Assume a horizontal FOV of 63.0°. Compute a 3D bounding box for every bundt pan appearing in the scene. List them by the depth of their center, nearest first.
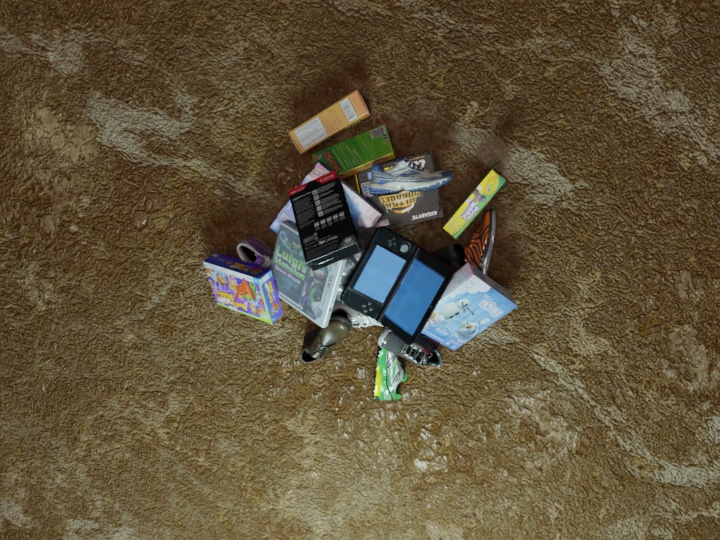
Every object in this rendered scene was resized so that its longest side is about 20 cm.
[{"bbox_3d":[0.000,0.000,1.405,0.202,0.201,0.076,-49,49,11],"label":"bundt pan"}]

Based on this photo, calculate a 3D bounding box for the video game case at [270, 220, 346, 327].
[{"bbox_3d":[-0.133,0.008,1.380,0.199,0.023,0.184,32,118,28],"label":"video game case"}]

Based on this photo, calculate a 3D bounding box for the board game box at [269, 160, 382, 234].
[{"bbox_3d":[-0.083,-0.122,1.415,0.198,0.043,0.201,38,103,-5],"label":"board game box"}]

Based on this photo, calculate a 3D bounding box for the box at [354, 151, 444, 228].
[{"bbox_3d":[0.096,-0.190,1.444,0.197,0.049,0.162,-11,94,10],"label":"box"}]

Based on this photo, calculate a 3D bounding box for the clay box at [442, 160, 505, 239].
[{"bbox_3d":[0.274,-0.167,1.386,0.047,0.115,0.201,40,102,0],"label":"clay box"}]

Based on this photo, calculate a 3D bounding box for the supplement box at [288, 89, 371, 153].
[{"bbox_3d":[-0.074,-0.361,1.437,0.198,0.067,0.070,-26,96,11],"label":"supplement box"}]

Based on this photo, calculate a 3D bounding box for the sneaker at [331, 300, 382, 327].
[{"bbox_3d":[0.013,0.114,1.458,0.197,0.087,0.076,5,116,21],"label":"sneaker"}]

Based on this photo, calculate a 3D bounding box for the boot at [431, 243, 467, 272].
[{"bbox_3d":[0.183,0.043,1.420,0.198,0.066,0.167,-25,93,31],"label":"boot"}]

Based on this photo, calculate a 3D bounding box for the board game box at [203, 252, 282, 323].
[{"bbox_3d":[-0.293,0.043,1.463,0.198,0.045,0.136,14,130,33],"label":"board game box"}]

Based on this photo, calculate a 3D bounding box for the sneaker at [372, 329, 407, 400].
[{"bbox_3d":[0.080,0.235,1.496,0.084,0.078,0.203,6,107,1],"label":"sneaker"}]

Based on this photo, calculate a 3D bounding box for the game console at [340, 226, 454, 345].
[{"bbox_3d":[0.078,0.033,1.310,0.171,0.119,0.202,26,97,-24],"label":"game console"}]

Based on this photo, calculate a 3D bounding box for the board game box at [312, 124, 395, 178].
[{"bbox_3d":[-0.019,-0.280,1.435,0.197,0.030,0.097,-19,59,8],"label":"board game box"}]

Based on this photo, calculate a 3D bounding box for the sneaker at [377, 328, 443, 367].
[{"bbox_3d":[0.131,0.187,1.420,0.198,0.082,0.078,19,108,-37],"label":"sneaker"}]

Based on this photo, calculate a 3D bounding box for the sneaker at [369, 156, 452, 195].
[{"bbox_3d":[0.115,-0.227,1.375,0.196,0.077,0.087,-5,93,9],"label":"sneaker"}]

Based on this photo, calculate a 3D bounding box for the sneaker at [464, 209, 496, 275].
[{"bbox_3d":[0.263,-0.055,1.422,0.110,0.078,0.203,12,94,12],"label":"sneaker"}]

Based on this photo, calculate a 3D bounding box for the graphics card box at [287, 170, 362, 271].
[{"bbox_3d":[-0.081,-0.112,1.315,0.124,0.051,0.202,-22,61,7],"label":"graphics card box"}]

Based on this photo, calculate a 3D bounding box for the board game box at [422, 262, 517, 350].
[{"bbox_3d":[0.235,0.091,1.378,0.199,0.044,0.199,-40,134,23],"label":"board game box"}]

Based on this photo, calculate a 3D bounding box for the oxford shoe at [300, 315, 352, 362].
[{"bbox_3d":[-0.085,0.178,1.455,0.072,0.085,0.200,31,137,-15],"label":"oxford shoe"}]

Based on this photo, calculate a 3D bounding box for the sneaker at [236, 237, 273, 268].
[{"bbox_3d":[-0.228,-0.006,1.482,0.199,0.114,0.073,33,99,1],"label":"sneaker"}]
